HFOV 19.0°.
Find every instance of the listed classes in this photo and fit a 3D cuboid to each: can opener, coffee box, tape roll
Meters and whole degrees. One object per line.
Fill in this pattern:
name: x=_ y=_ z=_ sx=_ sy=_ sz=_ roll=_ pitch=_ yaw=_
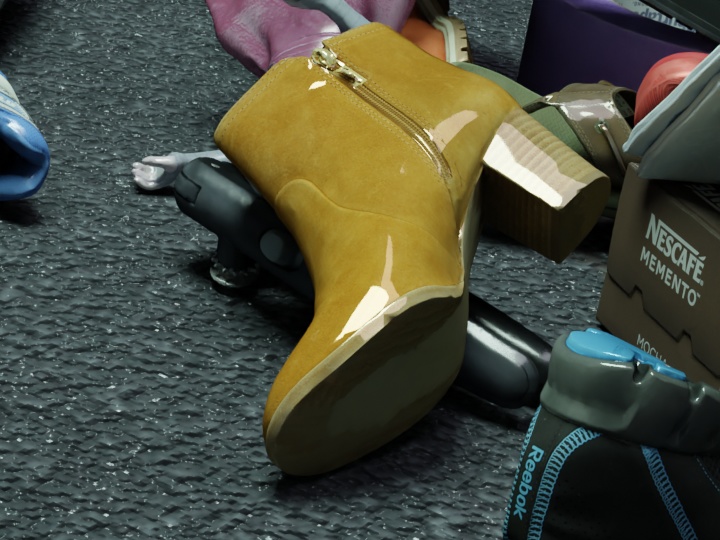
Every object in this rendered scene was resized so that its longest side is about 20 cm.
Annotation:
can opener: x=0.000 y=0.000 z=0.907 sx=0.200 sy=0.079 sz=0.063 roll=38 pitch=29 yaw=29
coffee box: x=0.220 y=0.010 z=0.950 sx=0.198 sy=0.080 sz=0.113 roll=0 pitch=25 yaw=-23
tape roll: x=0.190 y=-0.110 z=1.212 sx=0.198 sy=0.086 sz=0.200 roll=10 pitch=23 yaw=-4

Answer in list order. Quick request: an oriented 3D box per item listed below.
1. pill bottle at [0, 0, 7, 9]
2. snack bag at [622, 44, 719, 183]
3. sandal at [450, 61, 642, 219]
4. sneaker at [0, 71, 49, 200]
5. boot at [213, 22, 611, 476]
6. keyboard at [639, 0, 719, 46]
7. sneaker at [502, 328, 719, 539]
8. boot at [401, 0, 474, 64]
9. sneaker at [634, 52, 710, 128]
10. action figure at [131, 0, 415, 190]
pill bottle: x=-0.234 y=-0.180 z=1.151 sx=0.113 sy=0.115 sz=0.200 roll=10 pitch=23 yaw=-1
snack bag: x=0.228 y=-0.077 z=0.860 sx=0.187 sy=0.200 sz=0.022 roll=4 pitch=67 yaw=-17
sandal: x=0.127 y=-0.061 z=1.053 sx=0.200 sy=0.058 sz=0.080 roll=20 pitch=36 yaw=-12
sneaker: x=-0.219 y=-0.054 z=0.919 sx=0.199 sy=0.078 sz=0.085 roll=-11 pitch=35 yaw=-40
boot: x=-0.011 y=-0.016 z=0.855 sx=0.144 sy=0.071 sz=0.201 roll=32 pitch=55 yaw=27
keyboard: x=0.120 y=-0.178 z=1.125 sx=0.199 sy=0.021 sz=0.127 roll=29 pitch=29 yaw=-11
sneaker: x=0.134 y=0.085 z=0.765 sx=0.199 sy=0.082 sz=0.073 roll=20 pitch=6 yaw=-28
boot: x=0.008 y=-0.103 z=1.154 sx=0.106 sy=0.076 sz=0.200 roll=-11 pitch=31 yaw=-5
sneaker: x=0.196 y=-0.075 z=1.042 sx=0.199 sy=0.078 sz=0.116 roll=32 pitch=38 yaw=-38
action figure: x=-0.020 y=-0.089 z=1.049 sx=0.148 sy=0.134 sz=0.201 roll=21 pitch=48 yaw=-38
